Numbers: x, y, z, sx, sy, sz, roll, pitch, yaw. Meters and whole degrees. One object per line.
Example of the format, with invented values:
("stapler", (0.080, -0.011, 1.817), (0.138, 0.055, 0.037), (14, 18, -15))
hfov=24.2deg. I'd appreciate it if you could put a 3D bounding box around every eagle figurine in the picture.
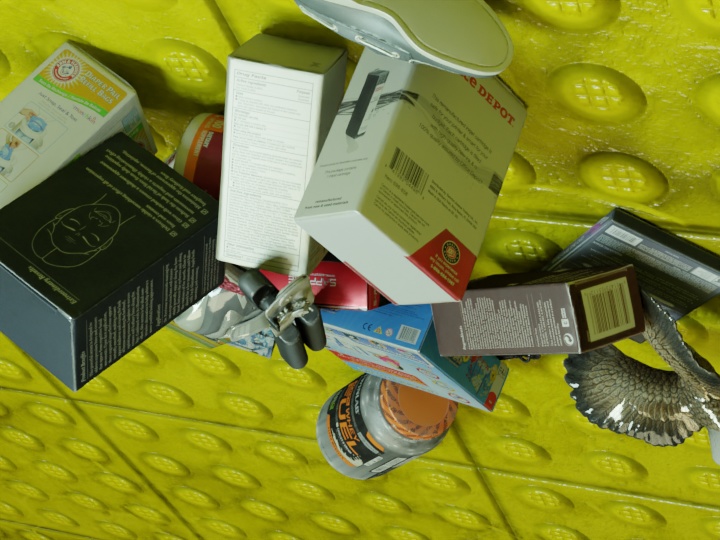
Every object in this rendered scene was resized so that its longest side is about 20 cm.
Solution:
("eagle figurine", (0.316, 0.103, 1.679), (0.200, 0.152, 0.151), (18, 175, -9))

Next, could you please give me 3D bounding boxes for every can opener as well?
("can opener", (-0.067, 0.041, 1.581), (0.066, 0.053, 0.200), (45, 171, 18))

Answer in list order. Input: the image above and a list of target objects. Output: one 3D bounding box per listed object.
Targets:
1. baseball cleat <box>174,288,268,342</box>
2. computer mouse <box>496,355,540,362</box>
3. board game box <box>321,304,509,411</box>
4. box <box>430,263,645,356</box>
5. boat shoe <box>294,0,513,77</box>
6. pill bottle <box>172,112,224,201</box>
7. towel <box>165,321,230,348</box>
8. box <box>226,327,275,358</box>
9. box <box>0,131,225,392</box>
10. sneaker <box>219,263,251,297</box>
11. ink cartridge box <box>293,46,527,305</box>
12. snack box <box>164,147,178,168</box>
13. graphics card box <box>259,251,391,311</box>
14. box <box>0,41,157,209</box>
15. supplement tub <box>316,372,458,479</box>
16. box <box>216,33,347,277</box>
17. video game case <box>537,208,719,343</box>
("baseball cleat", (-0.120, 0.003, 1.836), (0.106, 0.070, 0.200), (28, 127, -29))
("computer mouse", (0.100, 0.044, 1.838), (0.200, 0.044, 0.110), (29, 167, -23))
("board game box", (0.036, 0.076, 1.856), (0.200, 0.056, 0.196), (15, 166, 34))
("box", (0.173, 0.040, 1.663), (0.100, 0.075, 0.200), (-15, -175, -39))
("boat shoe", (0.031, -0.209, 1.377), (0.200, 0.073, 0.062), (25, 157, 1))
("pill bottle", (-0.075, -0.082, 1.640), (0.200, 0.113, 0.113), (13, 153, 12))
("towel", (-0.158, 0.052, 1.974), (0.086, 0.018, 0.200), (28, 152, -28))
("box", (-0.157, 0.031, 1.993), (0.137, 0.040, 0.200), (18, 154, 0))
("box", (-0.244, -0.011, 1.565), (0.148, 0.200, 0.107), (36, 143, 23))
("sneaker", (-0.113, -0.010, 1.725), (0.081, 0.075, 0.200), (14, 174, 43))
("ink cartridge box", (0.047, -0.092, 1.442), (0.084, 0.200, 0.144), (-4, 146, 45))
("snack box", (-0.201, -0.079, 1.829), (0.072, 0.024, 0.200), (28, 153, -17))
("graphics card box", (0.000, 0.000, 1.693), (0.125, 0.051, 0.200), (4, -172, 28))
("box", (-0.308, -0.105, 1.633), (0.101, 0.200, 0.113), (36, 162, 22))
("supplement tub", (0.034, 0.179, 2.055), (0.122, 0.123, 0.200), (26, 152, -14))
("box", (-0.072, -0.104, 1.519), (0.095, 0.078, 0.200), (13, 117, 12))
("video game case", (0.270, 0.009, 1.688), (0.143, 0.019, 0.200), (25, 154, -10))
